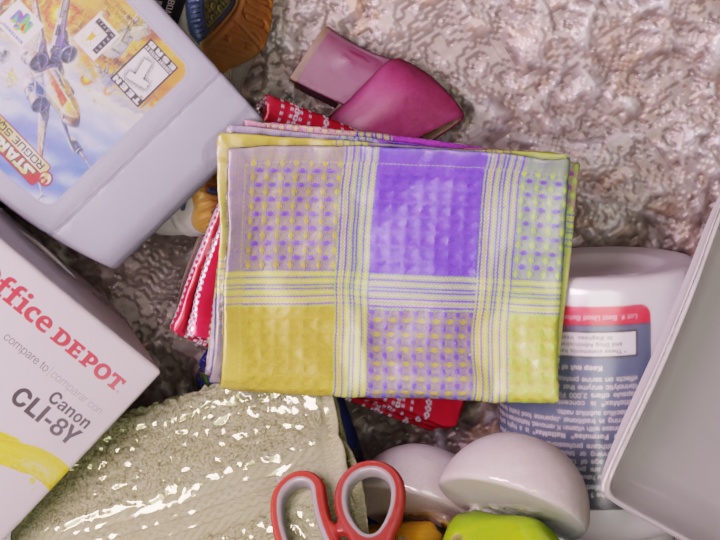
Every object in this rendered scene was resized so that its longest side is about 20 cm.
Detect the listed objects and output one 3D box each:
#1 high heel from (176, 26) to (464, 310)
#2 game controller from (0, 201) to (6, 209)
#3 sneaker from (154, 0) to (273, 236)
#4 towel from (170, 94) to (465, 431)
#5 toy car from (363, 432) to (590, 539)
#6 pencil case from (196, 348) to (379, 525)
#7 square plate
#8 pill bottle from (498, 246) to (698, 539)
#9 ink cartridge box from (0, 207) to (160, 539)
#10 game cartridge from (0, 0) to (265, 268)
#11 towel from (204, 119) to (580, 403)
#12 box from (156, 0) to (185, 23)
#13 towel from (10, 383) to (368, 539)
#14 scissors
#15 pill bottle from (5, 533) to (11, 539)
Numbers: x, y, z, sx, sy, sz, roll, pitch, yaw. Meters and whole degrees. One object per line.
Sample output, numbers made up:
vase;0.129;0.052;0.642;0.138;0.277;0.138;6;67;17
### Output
high heel;-0.027;-0.035;1.421;0.096;0.067;0.200;30;96;7
game controller;-0.245;-0.110;1.359;0.104;0.042;0.200;-32;69;18
sneaker;-0.105;-0.117;1.397;0.088;0.075;0.200;-7;70;36
towel;0.000;0.000;1.394;0.200;0.022;0.145;22;88;-35
toy car;0.065;0.192;1.346;0.150;0.200;0.175;32;66;-25
pencil case;-0.036;0.126;1.447;0.087;0.078;0.200;-15;99;12
square plate;0.225;0.071;1.390;0.200;0.028;0.198;33;75;-38
pill bottle;0.139;0.093;1.417;0.119;0.120;0.200;-2;99;1
ink cartridge box;-0.228;0.069;1.298;0.200;0.083;0.145;-47;126;0
game cartridge;-0.161;-0.102;1.290;0.133;0.042;0.200;-46;109;-8
towel;0.016;-0.001;1.320;0.200;0.023;0.144;5;93;-11
box;-0.171;-0.164;1.374;0.158;0.050;0.200;25;101;34
towel;-0.095;0.134;1.332;0.200;0.036;0.148;-18;63;7
scissors;0.008;0.183;1.253;0.073;0.014;0.200;-19;60;1
pill bottle;-0.233;0.063;1.422;0.114;0.114;0.200;-19;99;4
